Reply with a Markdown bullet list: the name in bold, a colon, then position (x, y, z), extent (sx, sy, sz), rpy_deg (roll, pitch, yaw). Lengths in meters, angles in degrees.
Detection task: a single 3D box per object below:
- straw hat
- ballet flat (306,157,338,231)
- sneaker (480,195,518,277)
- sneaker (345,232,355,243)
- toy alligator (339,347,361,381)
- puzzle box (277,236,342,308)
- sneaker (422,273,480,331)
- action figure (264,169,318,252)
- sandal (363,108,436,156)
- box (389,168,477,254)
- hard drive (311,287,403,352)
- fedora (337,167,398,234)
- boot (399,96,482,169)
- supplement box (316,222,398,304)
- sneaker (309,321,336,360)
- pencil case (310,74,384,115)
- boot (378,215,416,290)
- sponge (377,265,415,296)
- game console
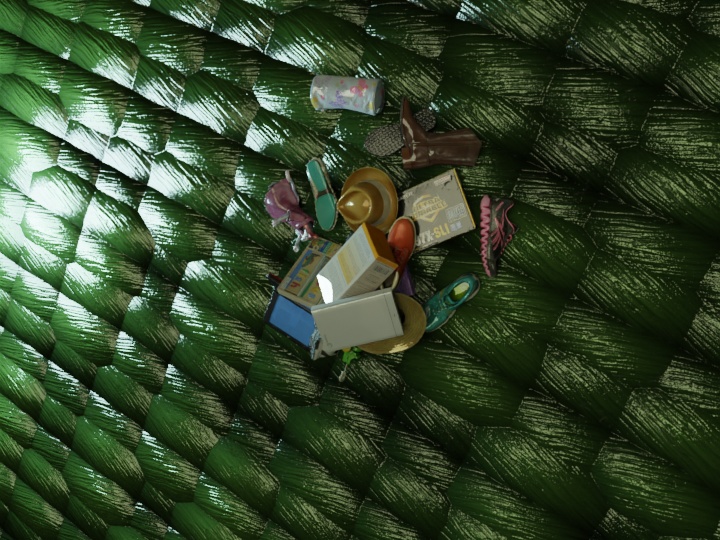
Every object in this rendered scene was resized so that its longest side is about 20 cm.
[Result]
- **straw hat**: position (0.063, 0.111, 1.363), extent (0.197, 0.086, 0.204), rpy_deg (0, 122, -1)
- **ballet flat**: position (-0.095, -0.210, 1.484), extent (0.075, 0.064, 0.204), rpy_deg (-11, 93, 23)
- **sneaker**: position (0.340, -0.083, 1.326), extent (0.094, 0.079, 0.204), rpy_deg (0, 95, 10)
- **sneaker**: position (0.000, 0.000, 1.429), extent (0.081, 0.074, 0.204), rpy_deg (2, 101, 25)
- **toy alligator**: position (-0.018, 0.215, 1.487), extent (0.053, 0.059, 0.204), rpy_deg (12, 98, 25)
- **puzzle box**: position (-0.118, 0.004, 1.460), extent (0.131, 0.026, 0.201), rpy_deg (21, 60, 20)
- **sneaker**: position (0.217, 0.079, 1.377), extent (0.078, 0.079, 0.200), rpy_deg (47, 109, 11)
- **action figure**: position (-0.178, -0.153, 1.506), extent (0.199, 0.134, 0.149), rpy_deg (39, 80, 23)
- **sandal**: position (0.106, -0.351, 1.409), extent (0.198, 0.048, 0.076), rpy_deg (-21, 88, 8)
- **box**: position (0.181, -0.146, 1.391), extent (0.198, 0.049, 0.162), rpy_deg (-21, 88, 21)
- **hard drive**: position (-0.006, 0.121, 1.302), extent (0.197, 0.027, 0.133), rpy_deg (-14, 122, 8)
- **fedora**: position (0.004, -0.172, 1.409), extent (0.199, 0.081, 0.204), rpy_deg (12, 108, 40)
- **boot**: position (0.197, -0.345, 1.345), extent (0.196, 0.064, 0.190), rpy_deg (-4, 92, 5)
- **supplement box**: position (-0.011, 0.001, 1.324), extent (0.200, 0.073, 0.127), rpy_deg (-46, 43, 25)
- **sneaker**: position (-0.085, 0.168, 1.455), extent (0.201, 0.079, 0.075), rpy_deg (111, 151, -50)
- **pencil case**: position (-0.035, -0.464, 1.430), extent (0.197, 0.083, 0.092), rpy_deg (10, 91, 20)
- **boot**: position (0.090, -0.036, 1.348), extent (0.074, 0.107, 0.203), rpy_deg (15, 96, 7)
- **sponge**: position (0.042, 0.035, 1.467), extent (0.197, 0.030, 0.113), rpy_deg (-16, 87, 22)
- **game console**: position (-0.193, 0.123, 1.524), extent (0.198, 0.173, 0.120), rpy_deg (29, 77, 16)
